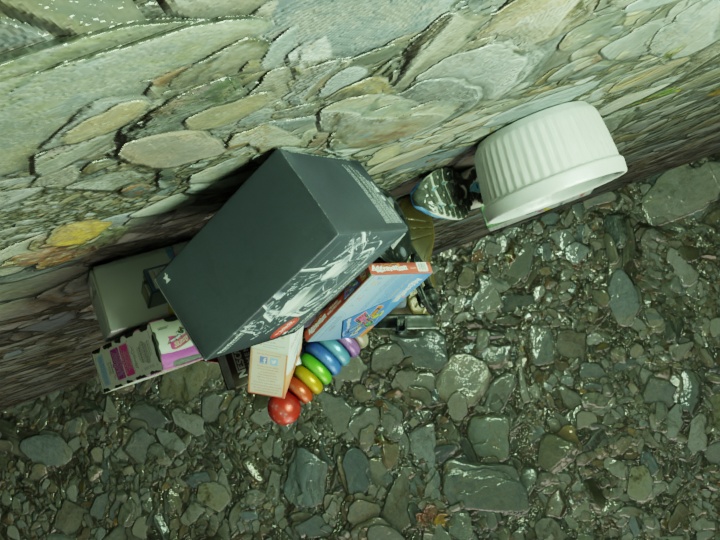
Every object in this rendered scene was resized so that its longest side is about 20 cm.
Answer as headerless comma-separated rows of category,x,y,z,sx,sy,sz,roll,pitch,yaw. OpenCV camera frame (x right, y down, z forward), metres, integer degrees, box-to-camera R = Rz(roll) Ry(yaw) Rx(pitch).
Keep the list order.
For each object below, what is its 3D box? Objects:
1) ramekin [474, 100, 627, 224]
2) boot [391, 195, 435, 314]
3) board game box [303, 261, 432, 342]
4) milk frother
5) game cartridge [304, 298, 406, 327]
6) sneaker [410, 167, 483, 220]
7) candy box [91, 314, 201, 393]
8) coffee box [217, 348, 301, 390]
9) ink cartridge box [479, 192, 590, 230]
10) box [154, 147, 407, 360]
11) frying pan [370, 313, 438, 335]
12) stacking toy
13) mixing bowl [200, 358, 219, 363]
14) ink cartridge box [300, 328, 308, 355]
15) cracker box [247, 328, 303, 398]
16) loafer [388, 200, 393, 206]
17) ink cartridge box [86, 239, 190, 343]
ramekin,0.248,-0.147,0.986,0.196,0.107,0.200,-19,175,-2
boot,0.070,-0.017,1.257,0.071,0.205,0.154,-3,174,-20
board game box,0.007,0.046,1.006,0.101,0.020,0.200,-1,151,-33
milk frother,0.000,0.000,1.088,0.186,0.204,0.179,-21,179,34
game cartridge,-0.038,0.047,1.175,0.197,0.039,0.129,-10,-154,-28
sneaker,0.127,-0.109,1.125,0.089,0.080,0.199,-18,177,33
candy box,-0.245,0.097,0.935,0.135,0.062,0.198,-16,175,-43
coffee box,-0.180,0.069,1.115,0.112,0.204,0.080,-16,175,-24
ink cartridge box,0.301,-0.147,1.265,0.197,0.089,0.145,-22,175,10
box,-0.078,-0.017,0.762,0.200,0.105,0.181,-42,166,22
frying pan,0.048,0.080,1.087,0.113,0.032,0.189,-3,175,26
stacking toy,-0.076,0.162,1.168,0.201,0.085,0.085,-50,-174,-17
mixing bowl,-0.264,0.079,1.254,0.196,0.111,0.200,12,-174,-1
ink cartridge box,-0.147,0.058,1.232,0.098,0.202,0.039,-17,161,-40
cracker box,-0.106,0.049,0.979,0.056,0.204,0.134,8,-156,2
loafer,-0.018,-0.025,0.940,0.076,0.067,0.202,-75,-169,-54
ink cartridge box,-0.252,0.022,0.964,0.197,0.089,0.145,-16,175,-25
